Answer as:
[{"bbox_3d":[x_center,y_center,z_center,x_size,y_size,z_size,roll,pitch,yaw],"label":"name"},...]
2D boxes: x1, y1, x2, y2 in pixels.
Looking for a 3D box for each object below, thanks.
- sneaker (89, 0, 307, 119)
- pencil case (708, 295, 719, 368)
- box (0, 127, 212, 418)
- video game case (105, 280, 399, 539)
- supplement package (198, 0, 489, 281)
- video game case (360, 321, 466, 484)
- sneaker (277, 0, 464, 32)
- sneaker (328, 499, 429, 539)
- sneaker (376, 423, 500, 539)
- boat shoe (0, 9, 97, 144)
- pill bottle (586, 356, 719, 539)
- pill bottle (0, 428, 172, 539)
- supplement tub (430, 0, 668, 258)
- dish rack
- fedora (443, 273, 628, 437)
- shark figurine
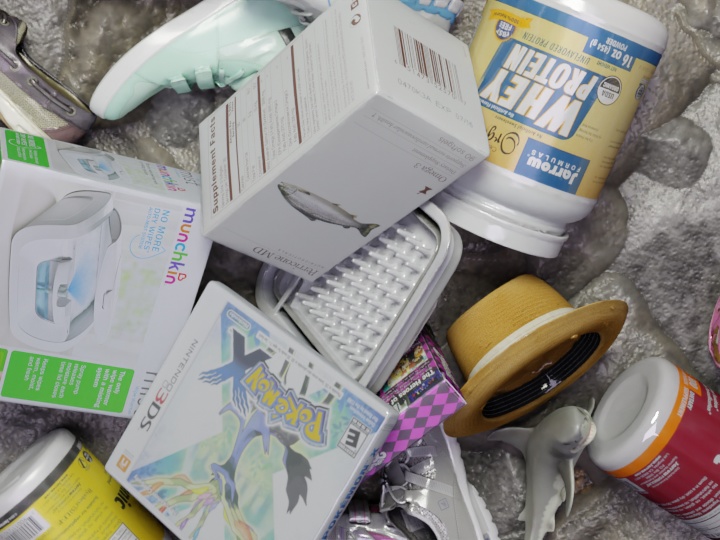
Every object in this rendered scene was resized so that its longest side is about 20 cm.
[{"bbox_3d":[-0.115,-0.152,0.928,0.200,0.074,0.118,-33,98,5],"label":"sneaker"},{"bbox_3d":[0.408,0.065,1.001,0.200,0.083,0.087,9,106,-3],"label":"pencil case"},{"bbox_3d":[-0.229,0.006,0.933,0.176,0.097,0.200,13,108,-23],"label":"box"},{"bbox_3d":[-0.091,0.133,0.882,0.200,0.022,0.183,33,97,29],"label":"video game case"},{"bbox_3d":[-0.019,-0.100,0.870,0.117,0.118,0.200,23,136,-37],"label":"supplement package"},{"bbox_3d":[-0.018,0.113,0.950,0.200,0.181,0.036,-39,116,8],"label":"video game case"},{"bbox_3d":[-0.010,-0.192,0.890,0.200,0.075,0.087,7,104,-30],"label":"sneaker"},{"bbox_3d":[0.015,0.240,1.045,0.200,0.081,0.088,29,99,-15],"label":"sneaker"},{"bbox_3d":[0.046,0.179,0.988,0.082,0.075,0.200,-20,72,-35],"label":"sneaker"},{"bbox_3d":[-0.295,-0.180,0.923,0.065,0.072,0.200,-38,107,3],"label":"boat shoe"},{"bbox_3d":[0.311,0.172,1.012,0.200,0.113,0.113,33,102,-11],"label":"pill bottle"},{"bbox_3d":[-0.238,0.247,1.017,0.111,0.111,0.200,-38,103,8],"label":"pill bottle"},{"bbox_3d":[0.141,-0.126,0.908,0.144,0.145,0.200,20,104,-7],"label":"supplement tub"},{"bbox_3d":[0.000,0.000,0.929,0.043,0.200,0.172,23,105,-37],"label":"dish rack"},{"bbox_3d":[0.132,0.061,0.963,0.200,0.201,0.082,-37,68,8],"label":"fedora"},{"bbox_3d":[0.151,0.185,1.027,0.089,0.128,0.215,17,118,7],"label":"shark figurine"}]
